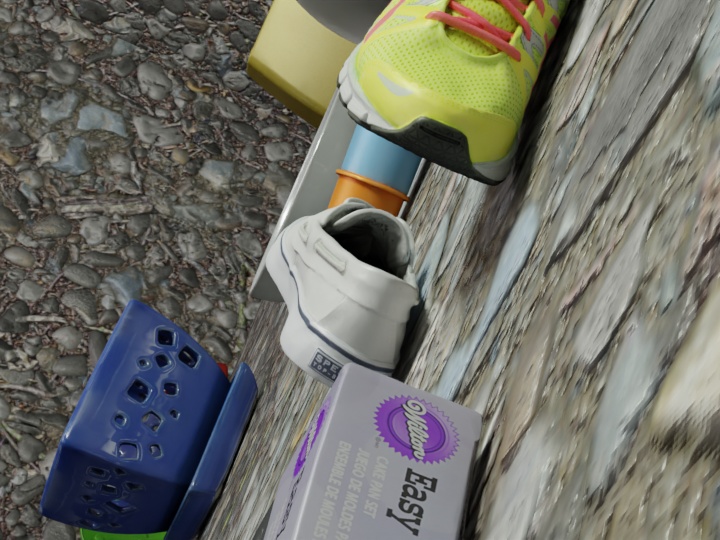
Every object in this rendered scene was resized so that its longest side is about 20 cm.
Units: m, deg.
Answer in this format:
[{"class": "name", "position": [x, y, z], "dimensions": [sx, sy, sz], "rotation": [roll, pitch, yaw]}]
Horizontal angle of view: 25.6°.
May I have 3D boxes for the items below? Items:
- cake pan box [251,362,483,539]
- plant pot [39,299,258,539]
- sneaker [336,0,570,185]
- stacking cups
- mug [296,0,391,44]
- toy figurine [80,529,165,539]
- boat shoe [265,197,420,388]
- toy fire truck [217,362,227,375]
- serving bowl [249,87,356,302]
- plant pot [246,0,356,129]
[{"class": "cake pan box", "position": [-0.032, 0.149, 0.437], "dimensions": [0.201, 0.052, 0.185], "rotation": [-72, 9, -52]}, {"class": "plant pot", "position": [-0.230, 0.186, 1.765], "dimensions": [0.200, 0.179, 0.201], "rotation": [120, 172, -54]}, {"class": "sneaker", "position": [0.048, -0.110, 0.646], "dimensions": [0.091, 0.078, 0.200], "rotation": [-61, 6, 33]}, {"class": "stacking cups", "position": [0.011, -0.074, 0.997], "dimensions": [0.061, 0.060, 0.201], "rotation": [-147, 80, -86]}, {"class": "mug", "position": [0.020, -0.270, 1.166], "dimensions": [0.199, 0.148, 0.176], "rotation": [0, 50, 47]}, {"class": "toy figurine", "position": [-0.397, 0.510, 2.682], "dimensions": [0.185, 0.149, 0.201], "rotation": [100, 162, -44]}, {"class": "boat shoe", "position": [0.000, 0.000, 0.770], "dimensions": [0.066, 0.073, 0.200], "rotation": [-60, 16, 12]}, {"class": "toy fire truck", "position": [-0.316, 0.266, 2.952], "dimensions": [0.200, 0.111, 0.169], "rotation": [119, 155, -58]}, {"class": "serving bowl", "position": [-0.025, -0.059, 1.319], "dimensions": [0.200, 0.065, 0.201], "rotation": [-156, 90, -86]}, {"class": "plant pot", "position": [-0.048, -0.298, 2.126], "dimensions": [0.200, 0.175, 0.201], "rotation": [-178, 112, -86]}]
